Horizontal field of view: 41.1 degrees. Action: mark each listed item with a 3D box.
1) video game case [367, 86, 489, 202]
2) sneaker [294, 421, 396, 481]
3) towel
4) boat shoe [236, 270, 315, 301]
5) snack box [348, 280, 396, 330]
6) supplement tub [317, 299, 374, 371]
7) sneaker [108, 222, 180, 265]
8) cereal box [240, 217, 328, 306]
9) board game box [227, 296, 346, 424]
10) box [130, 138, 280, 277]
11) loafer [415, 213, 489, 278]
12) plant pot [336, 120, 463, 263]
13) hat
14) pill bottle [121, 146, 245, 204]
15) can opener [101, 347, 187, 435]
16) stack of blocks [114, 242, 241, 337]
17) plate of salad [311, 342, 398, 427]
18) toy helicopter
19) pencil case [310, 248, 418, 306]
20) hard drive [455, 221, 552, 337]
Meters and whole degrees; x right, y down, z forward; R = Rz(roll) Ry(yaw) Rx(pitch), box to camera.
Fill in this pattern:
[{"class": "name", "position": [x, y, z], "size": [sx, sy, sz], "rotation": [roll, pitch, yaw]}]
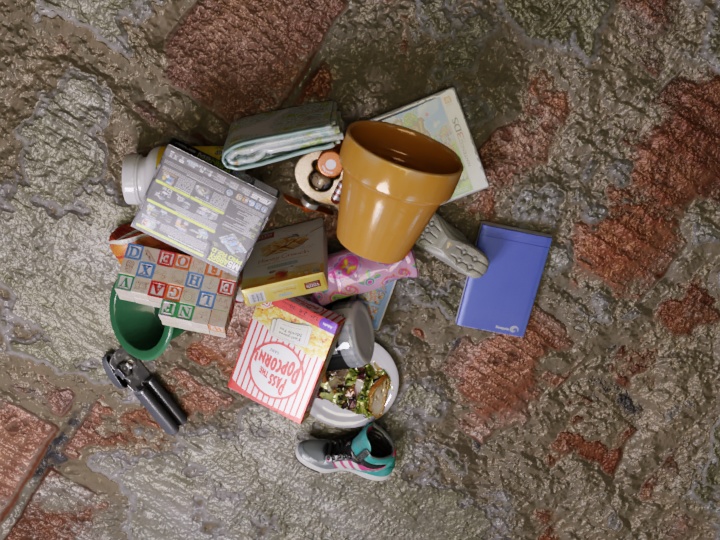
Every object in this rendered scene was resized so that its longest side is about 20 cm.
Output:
[{"class": "video game case", "position": [0.100, -0.196, 1.661], "size": [0.199, 0.022, 0.183], "rotation": [-20, 96, 8]}, {"class": "sneaker", "position": [-0.018, 0.340, 1.841], "size": [0.199, 0.084, 0.121], "rotation": [12, 135, -12]}, {"class": "towel", "position": [-0.126, -0.226, 1.590], "size": [0.199, 0.171, 0.048], "rotation": [-10, 113, 3]}, {"class": "boat shoe", "position": [-0.136, 0.037, 1.755], "size": [0.199, 0.071, 0.070], "rotation": [7, 136, -8]}, {"class": "snack box", "position": [0.031, 0.011, 1.761], "size": [0.071, 0.024, 0.201], "rotation": [17, 110, -7]}, {"class": "supplement tub", "position": [-0.084, 0.125, 1.742], "size": [0.199, 0.123, 0.123], "rotation": [-9, 112, 18]}, {"class": "sneaker", "position": [-0.348, -0.057, 1.721], "size": [0.199, 0.073, 0.077], "rotation": [-9, 127, 11]}, {"class": "cereal box", "position": [-0.128, -0.017, 1.656], "size": [0.143, 0.200, 0.040], "rotation": [-13, 120, 4]}, {"class": "board game box", "position": [-0.129, 0.144, 1.670], "size": [0.151, 0.046, 0.201], "rotation": [24, 107, 12]}, {"class": "box", "position": [-0.256, -0.102, 1.585], "size": [0.199, 0.044, 0.161], "rotation": [26, 111, -10]}, {"class": "loafer", "position": [0.142, -0.055, 1.713], "size": [0.200, 0.070, 0.070], "rotation": [40, 91, 4]}, {"class": "plant pot", "position": [0.046, -0.121, 1.581], "size": [0.199, 0.200, 0.184], "rotation": [16, 116, -6]}, {"class": "hat", "position": [-0.339, 0.078, 1.791], "size": [0.199, 0.176, 0.167], "rotation": [31, 111, 30]}, {"class": "pill bottle", "position": [-0.301, -0.157, 1.648], "size": [0.199, 0.113, 0.113], "rotation": [-1, 112, 0]}, {"class": "can opener", "position": [-0.417, 0.232, 1.843], "size": [0.067, 0.053, 0.200], "rotation": [-17, 115, 41]}, {"class": "stack of blocks", "position": [-0.316, 0.035, 1.655], "size": [0.199, 0.059, 0.116], "rotation": [13, 69, -1]}, {"class": "plate of salad", "position": [-0.026, 0.217, 1.830], "size": [0.199, 0.048, 0.201], "rotation": [0, 112, 0]}, {"class": "toy helicopter", "position": [-0.044, -0.122, 1.683], "size": [0.132, 0.079, 0.200], "rotation": [-33, 109, 15]}, {"class": "pencil case", "position": [0.000, 0.000, 1.688], "size": [0.199, 0.087, 0.088], "rotation": [-18, 111, -3]}, {"class": "hard drive", "position": [0.262, 0.018, 1.764], "size": [0.131, 0.025, 0.201], "rotation": [11, 111, -4]}]
